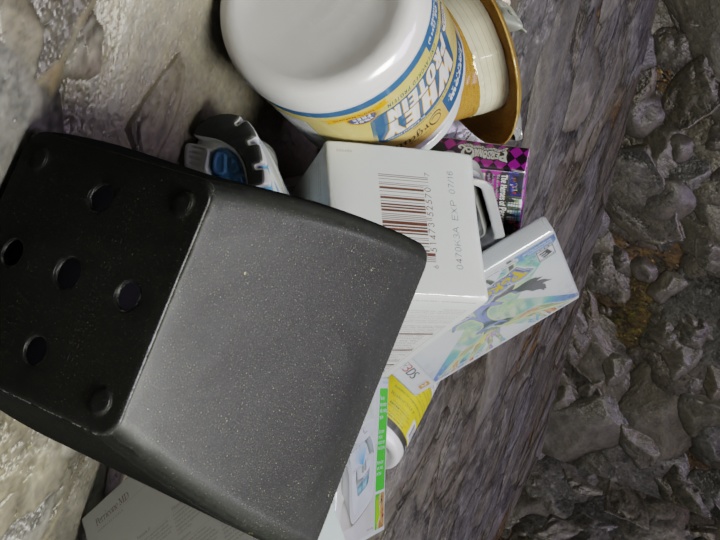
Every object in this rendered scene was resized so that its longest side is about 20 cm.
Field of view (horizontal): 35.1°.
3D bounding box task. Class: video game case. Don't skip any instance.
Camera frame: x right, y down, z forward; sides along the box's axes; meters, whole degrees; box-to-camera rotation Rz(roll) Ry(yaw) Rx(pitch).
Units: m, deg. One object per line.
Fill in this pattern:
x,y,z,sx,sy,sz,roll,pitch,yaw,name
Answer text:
0.064,-0.050,1.086,0.200,0.181,0.036,85,17,-53,video game case
0.109,0.040,1.089,0.200,0.022,0.182,-32,153,5,video game case

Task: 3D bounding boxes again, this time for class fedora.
0.062,-0.190,1.007,0.082,0.201,0.201,-24,144,-16,fedora

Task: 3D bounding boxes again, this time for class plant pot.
-0.112,0.027,0.650,0.177,0.199,0.200,32,78,-59,plant pot

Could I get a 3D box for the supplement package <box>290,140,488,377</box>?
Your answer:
0.000,0.000,0.874,0.200,0.117,0.117,134,-46,-61,supplement package

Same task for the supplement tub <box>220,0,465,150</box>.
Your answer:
-0.003,-0.160,0.826,0.145,0.144,0.200,-69,162,-3,supplement tub

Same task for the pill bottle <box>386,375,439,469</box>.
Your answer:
0.034,0.115,1.293,0.111,0.111,0.200,86,29,-52,pill bottle

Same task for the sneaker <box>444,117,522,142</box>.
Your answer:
0.090,-0.130,1.140,0.200,0.075,0.082,-28,100,-23,sneaker

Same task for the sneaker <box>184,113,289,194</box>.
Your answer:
-0.067,-0.007,0.808,0.087,0.075,0.200,8,76,-70,sneaker

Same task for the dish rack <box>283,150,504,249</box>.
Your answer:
0.018,-0.049,0.979,0.172,0.200,0.044,58,25,-68,dish rack

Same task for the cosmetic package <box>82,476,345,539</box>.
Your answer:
-0.101,0.186,0.758,0.052,0.151,0.200,11,137,-46,cosmetic package

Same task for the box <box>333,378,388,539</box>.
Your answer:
-0.041,0.160,1.054,0.200,0.096,0.177,27,66,-75,box

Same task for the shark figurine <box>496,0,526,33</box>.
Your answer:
0.092,-0.243,1.134,0.090,0.128,0.214,-59,177,7,shark figurine
